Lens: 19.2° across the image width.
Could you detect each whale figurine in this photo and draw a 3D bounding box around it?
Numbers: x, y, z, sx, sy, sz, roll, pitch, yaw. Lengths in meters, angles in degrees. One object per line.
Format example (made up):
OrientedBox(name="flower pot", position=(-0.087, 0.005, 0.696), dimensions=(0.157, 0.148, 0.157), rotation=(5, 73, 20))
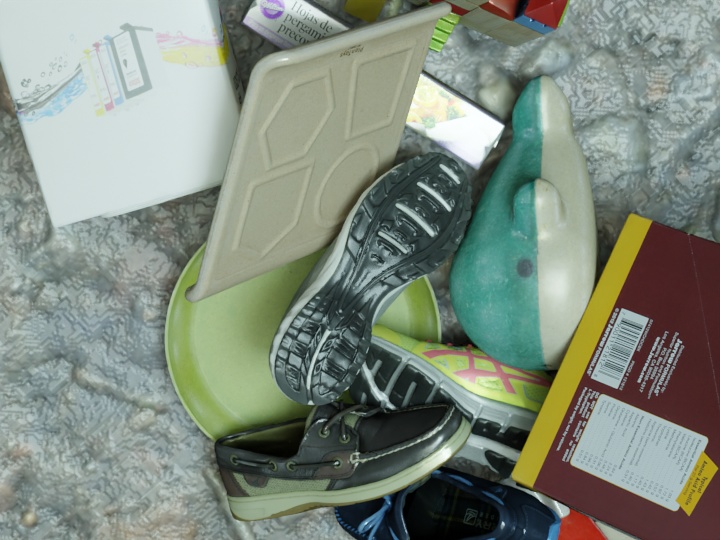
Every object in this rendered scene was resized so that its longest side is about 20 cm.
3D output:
OrientedBox(name="whale figurine", position=(0.112, -0.030, 1.472), dimensions=(0.103, 0.159, 0.201), rotation=(-4, 76, 9))

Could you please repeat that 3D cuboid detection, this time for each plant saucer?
OrientedBox(name="plant saucer", position=(-0.042, 0.046, 1.538), dimensions=(0.199, 0.031, 0.201), rotation=(-1, 103, -4))

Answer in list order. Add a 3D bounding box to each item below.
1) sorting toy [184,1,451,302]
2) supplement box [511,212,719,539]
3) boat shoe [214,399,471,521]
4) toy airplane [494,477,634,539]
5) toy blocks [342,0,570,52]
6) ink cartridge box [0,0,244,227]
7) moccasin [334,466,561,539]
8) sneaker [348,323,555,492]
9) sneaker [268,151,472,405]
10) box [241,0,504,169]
OrientedBox(name="sorting toy", position=(-0.032, -0.082, 1.391), dimensions=(0.036, 0.185, 0.201), rotation=(38, 127, 23))
OrientedBox(name="supplement box", position=(0.245, 0.097, 1.387), dimensions=(0.133, 0.199, 0.198), rotation=(29, 84, -49))
OrientedBox(name="boat shoe", position=(-0.019, 0.124, 1.476), dimensions=(0.199, 0.073, 0.065), rotation=(-20, 108, 26))
OrientedBox(name="toy airplane", position=(0.158, 0.226, 1.546), dimensions=(0.199, 0.141, 0.200), rotation=(14, 63, 3))
OrientedBox(name="toy blocks", position=(0.064, -0.209, 1.424), dimensions=(0.199, 0.137, 0.100), rotation=(23, 85, -11))
OrientedBox(name="ink cartridge box", position=(-0.162, -0.151, 1.430), dimensions=(0.144, 0.147, 0.201), rotation=(-15, 103, 0))
OrientedBox(name="moccasin", position=(0.051, 0.163, 1.495), dimensions=(0.068, 0.199, 0.081), rotation=(26, 69, -42))
OrientedBox(name="sneaker", position=(0.078, 0.084, 1.510), dimensions=(0.199, 0.090, 0.078), rotation=(26, 138, 2))
OrientedBox(name="sneaker", position=(0.000, 0.000, 1.457), dimensions=(0.074, 0.079, 0.200), rotation=(40, 83, -14))
OrientedBox(name="box", position=(0.009, -0.140, 1.496), dimensions=(0.199, 0.041, 0.039), rotation=(31, 98, -8))
